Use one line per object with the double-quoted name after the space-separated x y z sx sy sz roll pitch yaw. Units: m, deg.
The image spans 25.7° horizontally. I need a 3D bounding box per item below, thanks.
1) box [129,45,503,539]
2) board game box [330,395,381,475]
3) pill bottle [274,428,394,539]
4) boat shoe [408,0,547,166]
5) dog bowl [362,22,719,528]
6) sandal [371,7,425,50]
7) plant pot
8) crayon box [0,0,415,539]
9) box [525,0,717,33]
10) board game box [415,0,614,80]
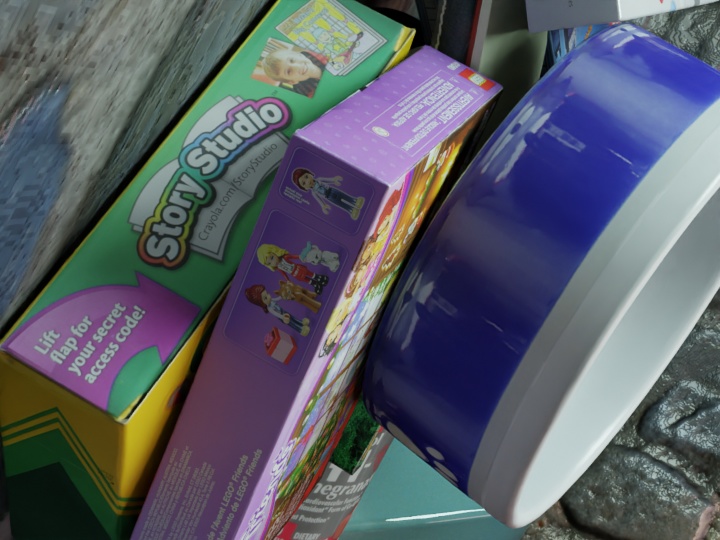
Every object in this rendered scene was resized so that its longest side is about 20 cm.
-0.019 0.024 0.592 0.201 0.039 0.137 -66 169 27 "box"
0.000 0.000 0.852 0.201 0.104 0.023 -62 174 14 "board game box"
-0.025 0.070 0.945 0.201 0.110 0.111 -63 173 24 "pill bottle"
0.035 -0.058 0.680 0.071 0.062 0.201 -44 152 -38 "boat shoe"
0.090 0.003 0.650 0.200 0.079 0.200 -47 161 -22 "dog bowl"
-0.010 -0.036 0.780 0.045 0.075 0.201 -54 164 -49 "sandal"
-0.004 0.173 1.166 0.199 0.142 0.142 -4 137 -30 "plant pot"
-0.061 0.009 0.625 0.200 0.058 0.173 -56 173 -30 "crayon box"
0.107 -0.185 0.666 0.200 0.041 0.157 -24 108 -63 "box"
0.083 -0.125 0.759 0.200 0.061 0.201 -63 152 -49 "board game box"
